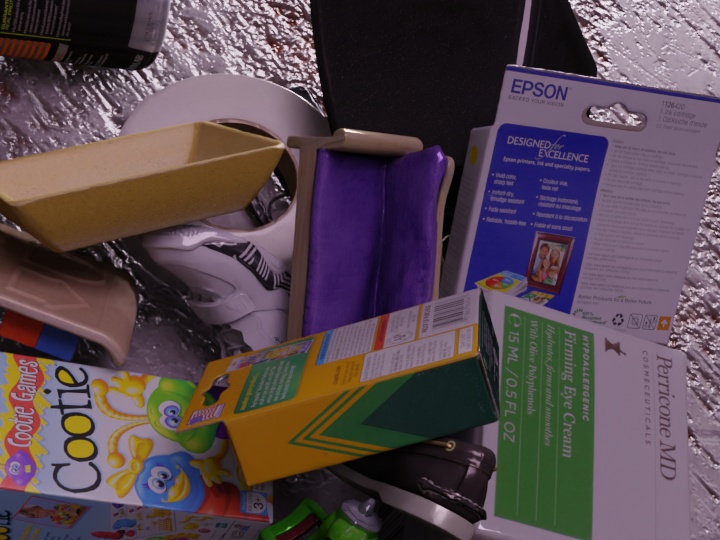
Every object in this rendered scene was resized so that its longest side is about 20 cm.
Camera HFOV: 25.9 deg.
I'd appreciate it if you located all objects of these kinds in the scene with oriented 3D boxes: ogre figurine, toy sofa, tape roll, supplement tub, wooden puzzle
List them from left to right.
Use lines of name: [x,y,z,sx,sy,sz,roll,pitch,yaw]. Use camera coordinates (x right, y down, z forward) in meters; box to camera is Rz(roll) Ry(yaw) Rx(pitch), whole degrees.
wooden puzzle: [-0.258,0.007,1.127,0.200,0.046,0.185,26,10,-10]
supplement tub: [-0.263,-0.233,1.276,0.200,0.123,0.123,4,58,-23]
tape roll: [-0.105,-0.070,1.277,0.202,0.037,0.203,6,62,-11]
ogre figurine: [-0.039,0.216,1.028,0.098,0.200,0.120,27,55,25]
toy sofa: [0.000,0.000,1.134,0.083,0.098,0.200,3,92,-43]

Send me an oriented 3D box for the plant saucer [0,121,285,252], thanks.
plant saucer: [-0.175,-0.061,1.151,0.200,0.200,0.049,-14,106,-21]

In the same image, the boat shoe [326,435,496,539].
boat shoe: [0.031,0.130,1.046,0.072,0.201,0.061,31,82,-23]

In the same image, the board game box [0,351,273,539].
board game box: [-0.171,0.137,1.092,0.200,0.105,0.103,10,55,-19]

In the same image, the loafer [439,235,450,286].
loafer: [0.063,0.010,1.252,0.200,0.067,0.076,-18,50,6]

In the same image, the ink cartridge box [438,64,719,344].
ink cartridge box: [0.167,-0.048,1.183,0.197,0.200,0.047,6,14,-22]

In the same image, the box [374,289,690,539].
box: [0.120,0.162,1.148,0.171,0.200,0.199,18,53,-15]

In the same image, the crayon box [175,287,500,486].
crayon box: [-0.010,0.078,1.028,0.126,0.200,0.052,-75,148,-71]

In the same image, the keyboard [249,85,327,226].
keyboard: [-0.051,-0.066,1.330,0.127,0.021,0.200,-18,67,-33]

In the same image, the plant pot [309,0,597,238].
plant pot: [0.077,-0.125,1.283,0.199,0.200,0.178,-5,64,20]

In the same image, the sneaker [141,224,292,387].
sneaker: [-0.090,0.046,1.168,0.200,0.075,0.115,30,73,-34]
